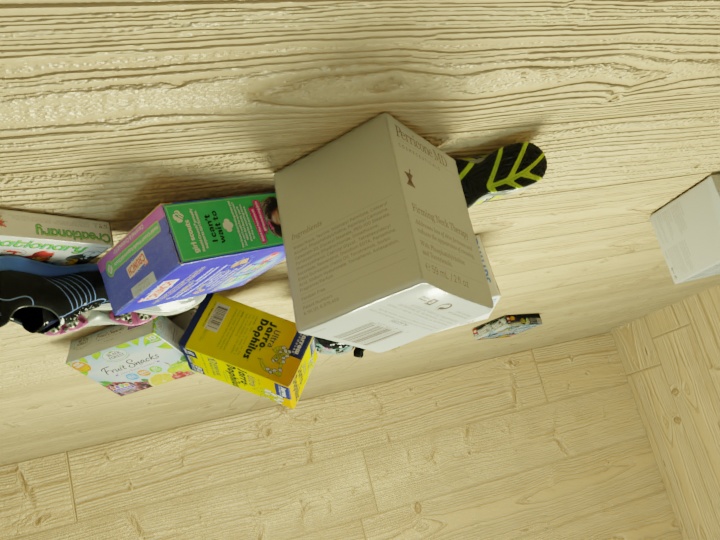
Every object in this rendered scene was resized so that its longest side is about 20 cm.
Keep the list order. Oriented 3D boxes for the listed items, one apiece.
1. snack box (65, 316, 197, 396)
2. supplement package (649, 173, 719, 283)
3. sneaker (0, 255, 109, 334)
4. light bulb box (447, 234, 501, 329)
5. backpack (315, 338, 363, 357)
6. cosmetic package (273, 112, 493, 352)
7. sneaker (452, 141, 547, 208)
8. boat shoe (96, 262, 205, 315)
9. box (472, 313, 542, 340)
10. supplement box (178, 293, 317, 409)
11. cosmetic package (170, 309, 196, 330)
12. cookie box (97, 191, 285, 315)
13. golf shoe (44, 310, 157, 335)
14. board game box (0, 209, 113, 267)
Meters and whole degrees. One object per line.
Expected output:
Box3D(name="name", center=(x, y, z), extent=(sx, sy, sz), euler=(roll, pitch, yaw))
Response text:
Box3D(name="snack box", center=(-0.394, 0.151, 1.342), extent=(0.199, 0.053, 0.142), euler=(-20, 137, 22))
Box3D(name="supplement package", center=(0.700, -0.086, 1.466), extent=(0.150, 0.152, 0.200), euler=(-11, 165, -17))
Box3D(name="sneaker", center=(-0.350, 0.035, 0.884), extent=(0.070, 0.078, 0.200), euler=(-24, 164, 28))
Box3D(name="light bulb box", center=(0.141, 0.040, 1.433), extent=(0.199, 0.125, 0.198), euler=(-15, 165, -2))
Box3D(name="backpack", center=(-0.051, 0.078, 1.370), extent=(0.126, 0.167, 0.200), euler=(7, 165, -6))
Box3D(name="cosmetic package", center=(0.024, -0.033, 0.866), extent=(0.166, 0.201, 0.167), euler=(-24, 155, 29))
Box3D(name="sneaker", center=(0.140, -0.110, 0.987), extent=(0.199, 0.076, 0.076), euler=(-10, 175, 3))
Box3D(name="boat shoe", center=(-0.294, 0.021, 1.043), extent=(0.200, 0.070, 0.071), euler=(0, 163, -38))
Box3D(name="box", center=(0.472, 0.180, 2.436), extent=(0.200, 0.040, 0.137), euler=(1, 158, -46))
Box3D(name="supplement box", center=(-0.184, 0.133, 1.268), extent=(0.199, 0.110, 0.109), euler=(19, 152, 10))
Box3D(name="cosmetic package", center=(-0.350, 0.128, 1.418), extent=(0.200, 0.051, 0.082), euler=(-24, 162, 29))
Box3D(name="cookie box", center=(-0.186, -0.024, 0.918), extent=(0.200, 0.075, 0.171), euler=(-14, 169, -47))
Box3D(name="golf shoe", center=(-0.377, 0.045, 1.083), extent=(0.200, 0.076, 0.091), euler=(-4, -177, -40))
Box3D(name="board game box", center=(-0.396, -0.026, 0.840), extent=(0.126, 0.035, 0.200), euler=(-26, 162, 34))
